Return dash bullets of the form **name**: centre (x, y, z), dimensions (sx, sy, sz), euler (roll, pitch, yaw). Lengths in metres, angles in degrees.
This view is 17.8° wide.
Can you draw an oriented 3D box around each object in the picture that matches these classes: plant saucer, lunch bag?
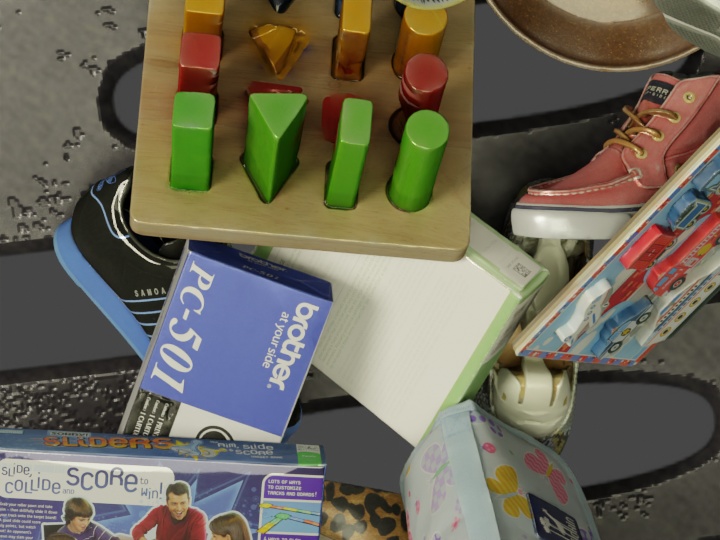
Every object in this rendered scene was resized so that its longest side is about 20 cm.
- **plant saucer**: centre (0.158, -0.224, 1.404), dimensions (0.198, 0.037, 0.202), euler (-1, 105, -3)
- **lunch bag**: centre (0.094, 0.203, 1.401), dimensions (0.126, 0.170, 0.201), euler (-15, 131, 2)

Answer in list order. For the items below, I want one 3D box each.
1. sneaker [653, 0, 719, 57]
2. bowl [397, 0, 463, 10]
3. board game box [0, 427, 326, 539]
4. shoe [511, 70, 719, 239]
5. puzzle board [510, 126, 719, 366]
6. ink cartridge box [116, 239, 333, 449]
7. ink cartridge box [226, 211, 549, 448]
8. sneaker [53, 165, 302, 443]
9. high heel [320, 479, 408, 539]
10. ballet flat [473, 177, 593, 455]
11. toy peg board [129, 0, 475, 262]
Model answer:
- **sneaker**: centre (0.194, -0.195, 1.360), dimensions (0.200, 0.070, 0.081), euler (37, 75, -19)
- **bowl**: centre (0.024, -0.257, 1.305), dimensions (0.094, 0.200, 0.202), euler (22, 105, 33)
- **board game box**: centre (-0.124, 0.167, 1.363), dimensions (0.198, 0.034, 0.137), euler (4, 106, -6)
- **shoe**: centre (0.171, -0.073, 1.394), dimensions (0.199, 0.071, 0.092), euler (-9, 102, -35)
- **puzzle board**: centre (0.197, -0.011, 1.386), dimensions (0.200, 0.150, 0.017), euler (-47, 61, 23)
- **ink cartridge box**: centre (-0.093, 0.088, 1.384), dimensions (0.093, 0.044, 0.201), euler (20, 104, -8)
- **ink cartridge box**: centre (0.000, 0.000, 1.417), dimensions (0.200, 0.048, 0.146), euler (38, 129, 11)
- **sneaker**: centre (-0.100, 0.024, 1.417), dimensions (0.200, 0.070, 0.078), euler (45, 126, -6)
- **high heel**: centre (-0.048, 0.118, 1.475), dimensions (0.142, 0.071, 0.201), euler (-27, 93, -18)
- **ballet flat**: centre (0.109, 0.045, 1.450), dimensions (0.071, 0.072, 0.202), euler (4, 104, -4)
- **toy peg board**: centre (-0.027, -0.123, 1.335), dimensions (0.198, 0.098, 0.201), euler (5, 66, -5)
